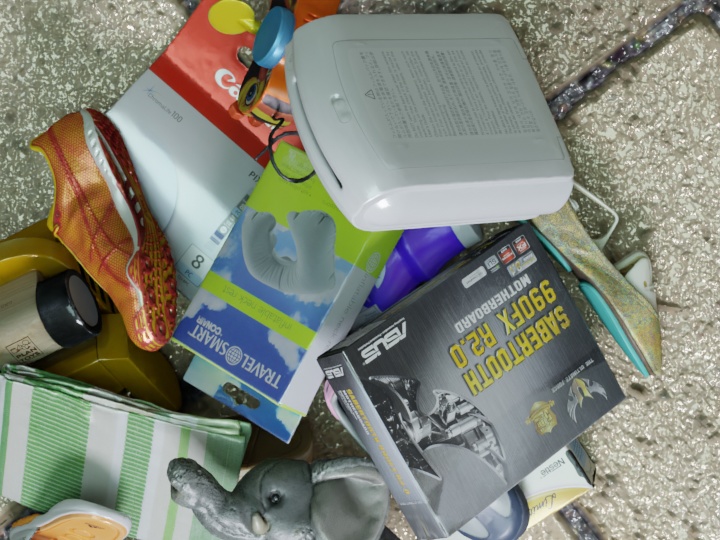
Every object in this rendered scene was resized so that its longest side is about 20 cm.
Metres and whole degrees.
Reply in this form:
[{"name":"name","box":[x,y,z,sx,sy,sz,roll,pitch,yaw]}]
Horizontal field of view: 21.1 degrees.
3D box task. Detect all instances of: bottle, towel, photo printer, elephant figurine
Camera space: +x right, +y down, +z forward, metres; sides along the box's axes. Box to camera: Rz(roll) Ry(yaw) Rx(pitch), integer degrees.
[{"name":"bottle","box":[0.000,0.000,1.527,0.199,0.065,0.084,-27,81,14]},{"name":"towel","box":[-0.192,0.151,1.522,0.198,0.024,0.154,14,130,-1]},{"name":"photo printer","box":[0.043,-0.110,1.416,0.070,0.198,0.168,-50,54,48]},{"name":"elephant figurine","box":[-0.038,0.197,1.479,0.140,0.155,0.202,-19,101,16]}]

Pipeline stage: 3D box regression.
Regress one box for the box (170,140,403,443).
[{"name":"box","box":[-0.058,0.015,1.479,0.121,0.048,0.201,28,88,32]}]

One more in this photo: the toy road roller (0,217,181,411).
[{"name":"toy road roller","box":[-0.242,0.049,1.570,0.122,0.147,0.200,-24,133,13]}]

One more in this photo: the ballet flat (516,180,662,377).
[{"name":"ballet flat","box":[0.185,-0.009,1.498,0.071,0.071,0.200,-40,91,15]}]

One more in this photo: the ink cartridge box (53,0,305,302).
[{"name":"ink cartridge box","box":[-0.124,-0.095,1.543,0.160,0.047,0.200,40,106,1]}]

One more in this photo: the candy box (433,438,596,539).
[{"name":"candy box","box":[0.079,0.119,1.540,0.136,0.061,0.201,-34,94,14]}]

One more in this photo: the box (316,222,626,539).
[{"name":"box","box":[0.085,0.081,1.445,0.199,0.048,0.159,-32,96,-29]}]

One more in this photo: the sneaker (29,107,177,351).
[{"name":"sneaker","box":[-0.198,-0.025,1.502,0.077,0.073,0.202,-27,72,15]}]

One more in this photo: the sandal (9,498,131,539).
[{"name":"sandal","box":[-0.242,0.232,1.556,0.079,0.207,0.060,21,65,-14]}]

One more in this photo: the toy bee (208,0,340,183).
[{"name":"toy bee","box":[-0.067,-0.159,1.486,0.131,0.201,0.108,42,150,-17]}]

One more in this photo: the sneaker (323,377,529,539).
[{"name":"sneaker","box":[0.045,0.145,1.477,0.200,0.082,0.070,42,106,1]}]

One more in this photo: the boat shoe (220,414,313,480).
[{"name":"boat shoe","box":[-0.126,0.173,1.588,0.198,0.074,0.070,-12,123,14]}]
